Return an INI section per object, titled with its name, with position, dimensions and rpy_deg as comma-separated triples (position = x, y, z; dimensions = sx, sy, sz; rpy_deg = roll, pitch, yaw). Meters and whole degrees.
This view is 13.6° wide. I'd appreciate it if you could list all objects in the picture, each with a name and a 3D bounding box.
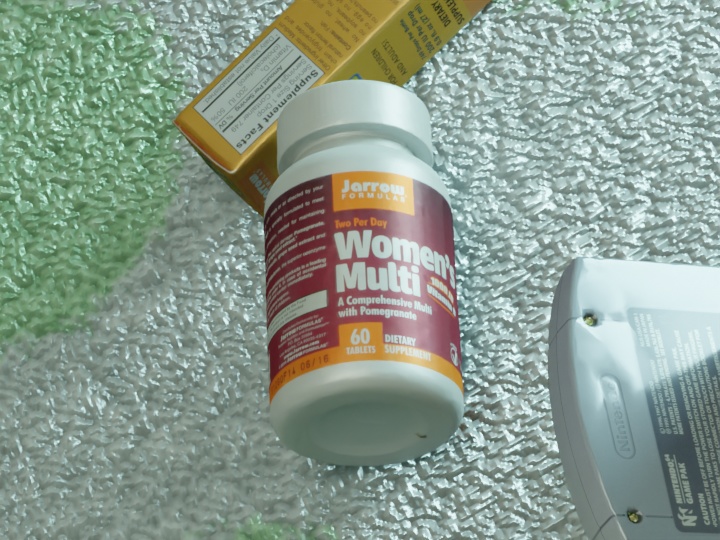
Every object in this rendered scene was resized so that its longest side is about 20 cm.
[game cartridge]
position = 0.167, 0.086, 1.584
dimensions = 0.132, 0.042, 0.201
rpy_deg = 2, 57, -18
[pill bottle]
position = 0.000, 0.000, 1.704
dimensions = 0.109, 0.110, 0.201
rpy_deg = -13, 60, 17
[supplement box]
position = -0.015, -0.128, 1.807
dimensions = 0.200, 0.067, 0.069
rpy_deg = -43, 58, -2
